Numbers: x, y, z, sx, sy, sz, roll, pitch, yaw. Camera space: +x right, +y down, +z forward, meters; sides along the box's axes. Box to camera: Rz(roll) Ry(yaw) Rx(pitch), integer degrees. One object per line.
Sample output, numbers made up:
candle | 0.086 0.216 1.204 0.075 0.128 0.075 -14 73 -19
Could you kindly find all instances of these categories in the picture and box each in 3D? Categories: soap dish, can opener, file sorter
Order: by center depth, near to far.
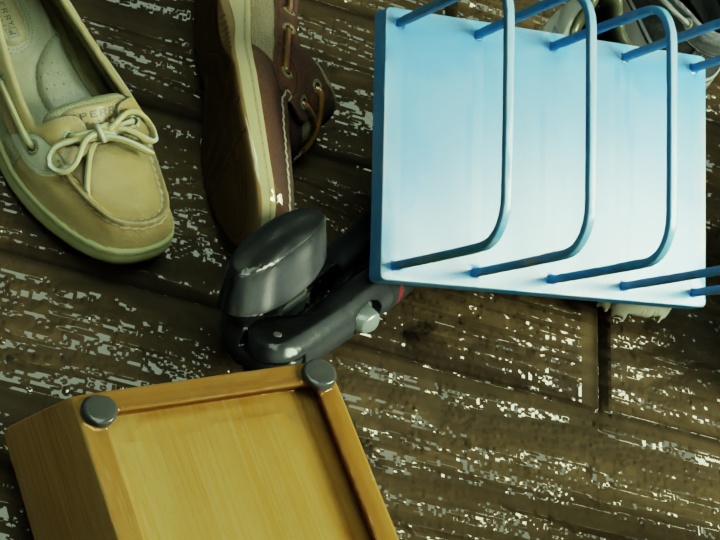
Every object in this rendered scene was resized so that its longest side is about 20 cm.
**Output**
soap dish | -0.054 0.134 0.841 0.157 0.081 0.200 -6 56 -27
file sorter | 0.120 -0.062 0.954 0.200 0.123 0.139 5 81 -26
can opener | 0.000 0.000 0.982 0.063 0.079 0.200 40 40 20

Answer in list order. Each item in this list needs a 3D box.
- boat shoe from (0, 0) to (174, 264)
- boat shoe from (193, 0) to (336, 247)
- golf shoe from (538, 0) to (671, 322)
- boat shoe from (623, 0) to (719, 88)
boat shoe | -0.154 -0.093 0.981 0.073 0.063 0.201 -14 62 -32
boat shoe | -0.046 -0.095 1.030 0.072 0.072 0.200 6 47 -18
golf shoe | 0.138 -0.070 1.073 0.078 0.097 0.200 -1 57 -27
boat shoe | 0.184 -0.206 1.215 0.072 0.068 0.200 0 55 -24
